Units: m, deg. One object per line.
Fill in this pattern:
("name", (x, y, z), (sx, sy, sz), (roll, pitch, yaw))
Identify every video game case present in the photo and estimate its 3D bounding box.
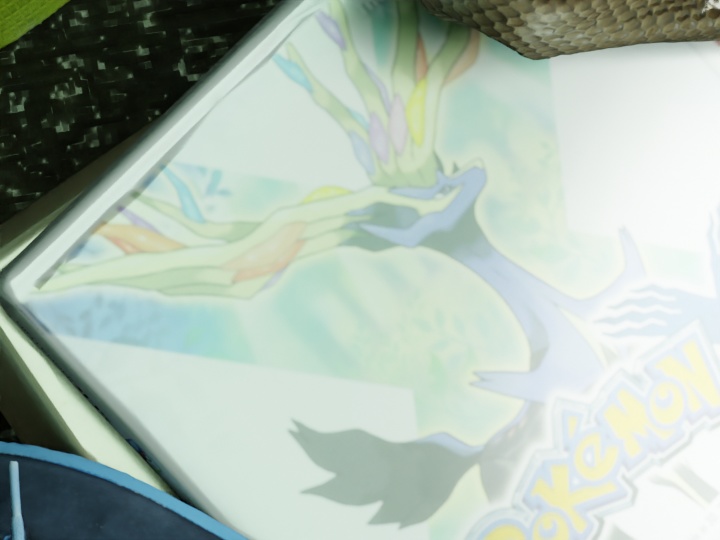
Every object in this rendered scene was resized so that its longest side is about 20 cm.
("video game case", (0.039, 0.001, 0.696), (0.200, 0.022, 0.182), (-45, 99, -12))

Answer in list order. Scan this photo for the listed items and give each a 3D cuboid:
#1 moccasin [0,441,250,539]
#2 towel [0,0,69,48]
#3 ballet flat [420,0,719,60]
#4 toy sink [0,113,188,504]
("moccasin", (-0.053, 0.095, 0.651), (0.199, 0.068, 0.081), (15, 124, 21))
("towel", (-0.126, -0.162, 0.747), (0.086, 0.018, 0.201), (-39, 110, -25))
("ballet flat", (0.101, -0.081, 0.687), (0.199, 0.046, 0.068), (-10, 61, -28))
("toy sink", (0.000, 0.000, 0.755), (0.200, 0.112, 0.131), (-36, 98, -13))
